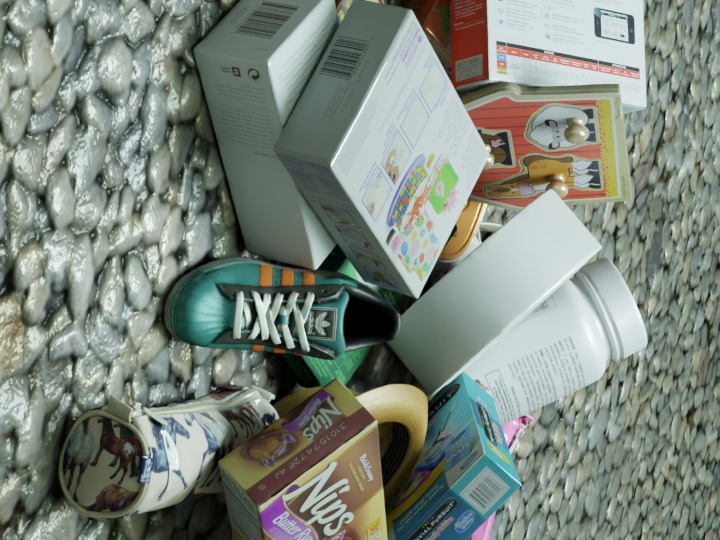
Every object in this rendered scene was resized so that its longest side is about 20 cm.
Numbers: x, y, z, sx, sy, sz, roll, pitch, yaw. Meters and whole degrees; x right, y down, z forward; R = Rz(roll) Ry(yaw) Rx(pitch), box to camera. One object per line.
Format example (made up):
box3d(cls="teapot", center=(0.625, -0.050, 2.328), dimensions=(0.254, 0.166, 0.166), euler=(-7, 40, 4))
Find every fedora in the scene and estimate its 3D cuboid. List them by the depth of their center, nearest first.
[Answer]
box3d(cls="fedora", center=(-0.036, 0.154, 1.646), dimensions=(0.200, 0.082, 0.201), euler=(-30, 145, -24))

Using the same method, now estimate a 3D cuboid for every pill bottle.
box3d(cls="pill bottle", center=(0.164, 0.071, 1.880), dimensions=(0.199, 0.114, 0.114), euler=(-24, 137, -3))

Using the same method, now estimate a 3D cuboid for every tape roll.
box3d(cls="tape roll", center=(0.115, 0.019, 1.731), dimensions=(0.202, 0.071, 0.202), euler=(-41, 175, -4))

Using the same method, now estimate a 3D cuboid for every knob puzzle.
box3d(cls="knob puzzle", center=(0.135, -0.098, 1.740), dimensions=(0.220, 0.218, 0.031), euler=(55, 33, -55))

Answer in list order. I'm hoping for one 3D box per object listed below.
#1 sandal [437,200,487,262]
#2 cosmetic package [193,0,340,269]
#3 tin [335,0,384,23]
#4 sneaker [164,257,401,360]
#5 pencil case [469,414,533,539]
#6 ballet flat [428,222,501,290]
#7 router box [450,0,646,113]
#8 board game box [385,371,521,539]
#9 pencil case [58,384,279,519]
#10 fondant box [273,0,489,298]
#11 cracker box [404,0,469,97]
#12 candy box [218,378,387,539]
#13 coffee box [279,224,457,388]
box3d(cls="sandal", center=(0.108, -0.106, 1.830), dimensions=(0.059, 0.079, 0.209), euler=(-157, -101, -73))
box3d(cls="cosmetic package", center=(-0.056, -0.113, 1.536), dimensions=(0.102, 0.071, 0.201), euler=(-51, 142, -39))
box3d(cls="tin", center=(-0.003, -0.159, 1.656), dimensions=(0.113, 0.042, 0.200), euler=(-62, 149, -20))
box3d(cls="sneaker", center=(-0.055, 0.031, 1.539), dimensions=(0.199, 0.080, 0.072), euler=(-1, 102, -39))
box3d(cls="pencil case", center=(0.108, 0.224, 1.967), dimensions=(0.091, 0.093, 0.202), euler=(13, 91, -63))
box3d(cls="ballet flat", center=(0.112, -0.009, 1.919), dimensions=(0.200, 0.069, 0.072), euler=(-24, 104, -62))
box3d(cls="router box", center=(0.168, -0.239, 1.747), dimensions=(0.199, 0.049, 0.181), euler=(6, 80, -39))
box3d(cls="board game box", center=(0.061, 0.186, 1.731), dimensions=(0.151, 0.047, 0.200), euler=(-46, -166, 10))
box3d(cls="pencil case", center=(-0.136, 0.131, 1.479), dimensions=(0.090, 0.078, 0.200), euler=(-58, 157, 19))
box3d(cls="fondant box", center=(0.021, -0.092, 1.543), dimensions=(0.145, 0.058, 0.200), euler=(-63, 146, -20))
box3d(cls="cracker box", center=(0.131, -0.200, 1.781), dimensions=(0.200, 0.057, 0.135), euler=(41, 61, -27))
box3d(cls="candy box", center=(-0.041, 0.185, 1.538), dimensions=(0.116, 0.056, 0.201), euler=(-34, 149, -21))
box3d(cls="coffee box", center=(0.000, 0.000, 1.680), dimensions=(0.201, 0.044, 0.123), euler=(-54, 147, -16))
